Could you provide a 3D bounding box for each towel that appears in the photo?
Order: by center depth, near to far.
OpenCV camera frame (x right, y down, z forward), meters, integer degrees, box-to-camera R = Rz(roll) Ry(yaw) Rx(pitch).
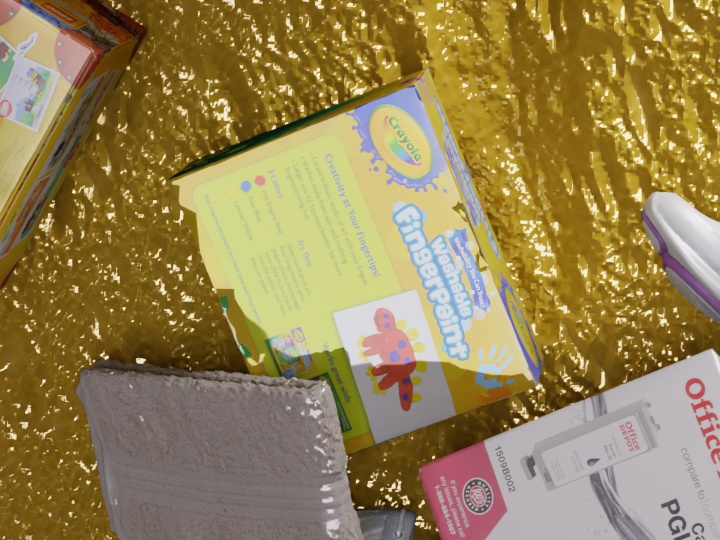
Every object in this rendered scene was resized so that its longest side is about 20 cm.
[{"bbox_3d":[-0.089,0.124,1.507,0.200,0.034,0.133,3,113,36],"label":"towel"}]

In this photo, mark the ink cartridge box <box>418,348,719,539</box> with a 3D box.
[{"bbox_3d":[0.156,0.153,1.478,0.200,0.083,0.147,-24,69,12],"label":"ink cartridge box"}]

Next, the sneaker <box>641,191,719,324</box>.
[{"bbox_3d":[0.261,0.004,1.476,0.200,0.075,0.100,36,90,-5],"label":"sneaker"}]

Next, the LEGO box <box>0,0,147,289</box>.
[{"bbox_3d":[-0.222,-0.075,1.475,0.077,0.149,0.200,31,103,0],"label":"LEGO box"}]

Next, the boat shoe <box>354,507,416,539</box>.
[{"bbox_3d":[0.008,0.250,1.548,0.065,0.074,0.203,-2,94,12],"label":"boat shoe"}]

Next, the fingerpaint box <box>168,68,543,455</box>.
[{"bbox_3d":[0.000,0.000,1.499,0.166,0.073,0.200,-21,99,12],"label":"fingerpaint box"}]
